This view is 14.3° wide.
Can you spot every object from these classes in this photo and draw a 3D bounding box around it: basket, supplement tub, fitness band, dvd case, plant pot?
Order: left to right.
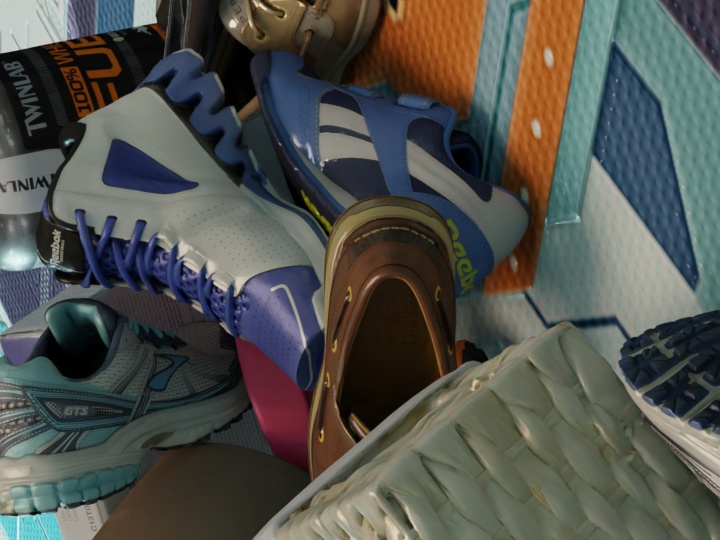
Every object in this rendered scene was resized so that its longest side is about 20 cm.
[{"bbox_3d":[-0.152,-0.070,1.613,0.123,0.200,0.123,166,90,-70],"label":"supplement tub"},{"bbox_3d":[-0.081,0.186,1.420,0.200,0.200,0.175,115,177,-59],"label":"plant pot"},{"bbox_3d":[-0.073,-0.170,1.495,0.200,0.016,0.149,102,-175,-47],"label":"dvd case"},{"bbox_3d":[-0.035,0.044,1.517,0.200,0.037,0.144,-90,-16,-63],"label":"fitness band"},{"bbox_3d":[0.077,0.136,1.164,0.200,0.136,0.123,51,153,2],"label":"basket"}]

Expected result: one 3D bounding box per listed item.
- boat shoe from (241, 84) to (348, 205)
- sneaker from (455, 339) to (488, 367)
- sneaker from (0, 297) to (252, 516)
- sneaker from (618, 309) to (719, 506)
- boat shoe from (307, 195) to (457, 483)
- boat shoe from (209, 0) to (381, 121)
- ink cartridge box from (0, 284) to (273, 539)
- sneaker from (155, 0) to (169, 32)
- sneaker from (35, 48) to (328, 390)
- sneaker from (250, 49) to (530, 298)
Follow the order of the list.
[{"bbox_3d":[0.000,0.000,1.455,0.200,0.062,0.072,67,-164,8],"label":"boat shoe"},{"bbox_3d":[0.029,0.131,1.412,0.075,0.078,0.200,-33,-59,-70],"label":"sneaker"},{"bbox_3d":[-0.115,0.050,1.419,0.078,0.200,0.086,-5,104,26],"label":"sneaker"},{"bbox_3d":[0.159,0.085,1.088,0.200,0.077,0.085,-132,31,-53],"label":"sneaker"},{"bbox_3d":[0.011,0.069,1.283,0.068,0.072,0.200,-91,0,-65],"label":"boat shoe"},{"bbox_3d":[-0.039,-0.132,1.468,0.200,0.069,0.074,107,144,-54],"label":"boat shoe"},{"bbox_3d":[-0.099,0.084,1.559,0.043,0.200,0.197,-5,109,33],"label":"ink cartridge box"},{"bbox_3d":[-0.114,-0.228,1.570,0.074,0.079,0.200,-90,-4,-73],"label":"sneaker"},{"bbox_3d":[-0.091,-0.011,1.395,0.199,0.115,0.081,55,159,31],"label":"sneaker"},{"bbox_3d":[0.010,-0.049,1.380,0.200,0.082,0.074,51,168,45],"label":"sneaker"}]
